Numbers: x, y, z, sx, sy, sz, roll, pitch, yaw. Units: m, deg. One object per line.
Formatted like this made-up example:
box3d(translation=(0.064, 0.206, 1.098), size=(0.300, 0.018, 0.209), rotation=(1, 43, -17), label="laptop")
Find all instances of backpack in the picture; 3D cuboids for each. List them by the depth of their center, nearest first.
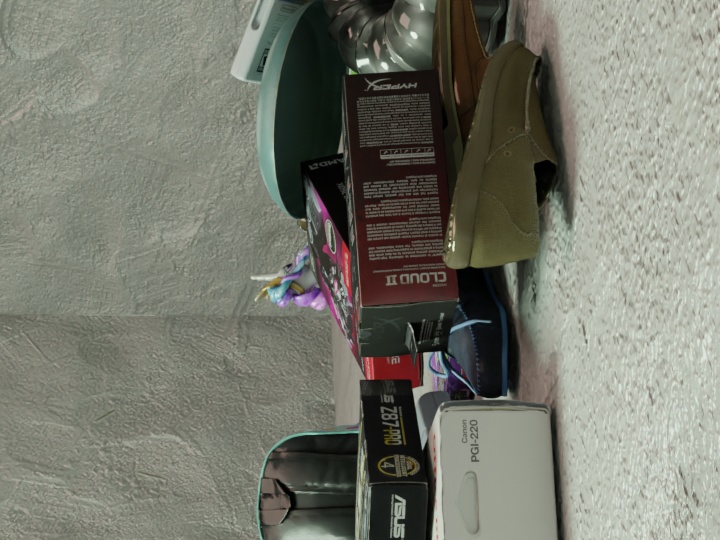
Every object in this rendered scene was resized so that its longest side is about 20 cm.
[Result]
box3d(translation=(-0.005, 0.251, 1.580), size=(0.153, 0.198, 0.177), rotation=(22, -114, -77), label="backpack")

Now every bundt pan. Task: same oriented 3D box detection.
box3d(translation=(0.034, -0.248, 1.281), size=(0.201, 0.075, 0.204), rotation=(6, 97, 54), label="bundt pan")

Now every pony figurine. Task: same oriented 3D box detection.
box3d(translation=(0.004, -0.007, 1.596), size=(0.201, 0.192, 0.167), rotation=(-54, -17, -17), label="pony figurine")

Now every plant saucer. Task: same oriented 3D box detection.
box3d(translation=(-0.055, -0.148, 1.353), size=(0.200, 0.027, 0.202), rotation=(8, -90, -75), label="plant saucer")

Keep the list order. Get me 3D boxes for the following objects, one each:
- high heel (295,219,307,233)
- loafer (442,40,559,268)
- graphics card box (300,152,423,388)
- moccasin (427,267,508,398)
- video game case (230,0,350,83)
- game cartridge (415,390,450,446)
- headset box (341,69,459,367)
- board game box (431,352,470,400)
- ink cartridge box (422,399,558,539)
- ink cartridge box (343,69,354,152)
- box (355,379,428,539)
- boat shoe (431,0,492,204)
box3d(translation=(0.005, 0.005, 1.463), size=(0.072, 0.141, 0.201), rotation=(87, -178, -48), label="high heel")
box3d(translation=(0.104, -0.076, 1.029), size=(0.076, 0.067, 0.201), rotation=(102, -177, -56), label="loafer")
box3d(translation=(0.000, 0.000, 1.300), size=(0.200, 0.050, 0.126), rotation=(-117, 18, -49), label="graphics card box")
box3d(translation=(0.083, 0.053, 1.253), size=(0.200, 0.068, 0.081), rotation=(-105, 16, -69), label="moccasin")
box3d(translation=(-0.031, -0.260, 1.406), size=(0.200, 0.022, 0.183), rotation=(-2, -62, -60), label="video game case")
box3d(translation=(0.078, 0.221, 1.353), size=(0.133, 0.041, 0.201), rotation=(92, 169, -62), label="game cartridge")
box3d(translation=(0.028, -0.030, 1.121), size=(0.149, 0.074, 0.202), rotation=(91, 175, -72), label="headset box")
box3d(translation=(0.088, 0.062, 1.478), size=(0.201, 0.032, 0.121), rotation=(-94, 10, -55), label="board game box")
box3d(translation=(0.087, 0.193, 1.080), size=(0.200, 0.084, 0.147), rotation=(95, 174, -68), label="ink cartridge box")
box3d(translation=(0.016, -0.158, 1.473), size=(0.200, 0.075, 0.149), rotation=(-41, -33, -39), label="ink cartridge box")
box3d(translation=(0.020, 0.207, 1.123), size=(0.161, 0.049, 0.202), rotation=(-100, 10, -68), label="box")
box3d(translation=(0.093, -0.130, 1.158), size=(0.072, 0.067, 0.202), rotation=(88, 178, -73), label="boat shoe")
